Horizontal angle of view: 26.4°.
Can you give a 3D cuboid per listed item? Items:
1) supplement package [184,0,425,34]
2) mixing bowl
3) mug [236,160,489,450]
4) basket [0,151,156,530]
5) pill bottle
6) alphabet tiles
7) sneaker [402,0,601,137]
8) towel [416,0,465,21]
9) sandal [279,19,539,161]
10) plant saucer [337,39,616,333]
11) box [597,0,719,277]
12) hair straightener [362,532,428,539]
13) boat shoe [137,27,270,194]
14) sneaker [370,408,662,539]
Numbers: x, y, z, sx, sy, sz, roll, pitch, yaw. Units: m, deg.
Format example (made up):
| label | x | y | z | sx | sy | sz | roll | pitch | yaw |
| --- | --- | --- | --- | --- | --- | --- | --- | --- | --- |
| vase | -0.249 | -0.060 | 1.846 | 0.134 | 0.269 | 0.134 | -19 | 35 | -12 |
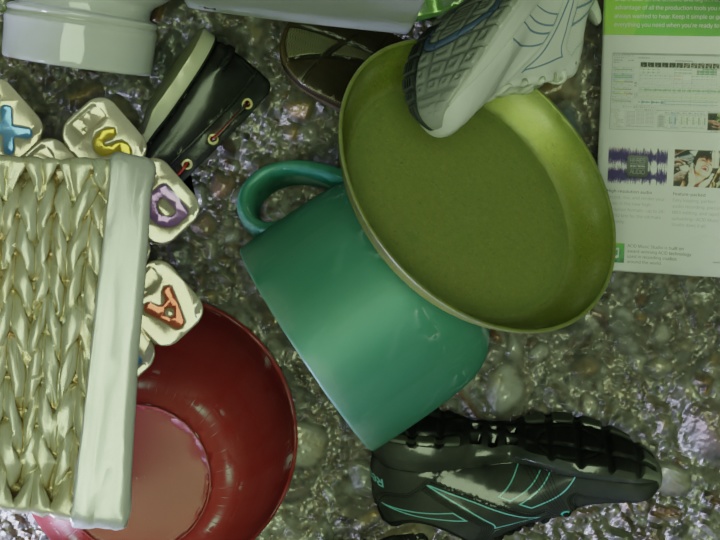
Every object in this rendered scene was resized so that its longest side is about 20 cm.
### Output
| label | x | y | z | sx | sy | sz | roll | pitch | yaw |
| --- | --- | --- | --- | --- | --- | --- | --- | --- | --- |
| supplement package | -0.025 | -0.253 | 0.873 | 0.145 | 0.191 | 0.202 | 6 | 92 | -2 |
| mixing bowl | -0.140 | 0.123 | 1.001 | 0.198 | 0.108 | 0.202 | 0 | 99 | -2 |
| mug | 0.003 | 0.005 | 0.966 | 0.114 | 0.152 | 0.186 | -33 | 97 | 0 |
| basket | -0.183 | 0.036 | 0.855 | 0.122 | 0.136 | 0.202 | 4 | 87 | -9 |
| pill bottle | -0.163 | -0.227 | 0.949 | 0.113 | 0.114 | 0.202 | 8 | 97 | -3 |
| alphabet tiles | -0.199 | -0.009 | 0.929 | 0.200 | 0.015 | 0.196 | -42 | 97 | -10 |
| sneaker | 0.098 | -0.140 | 0.937 | 0.200 | 0.074 | 0.087 | -51 | 118 | -35 |
| towel | 0.025 | -0.262 | 0.992 | 0.148 | 0.031 | 0.202 | -16 | 98 | 1 |
| sandal | 0.034 | -0.101 | 0.999 | 0.199 | 0.055 | 0.082 | 27 | 76 | -7 |
| plant saucer | 0.066 | -0.047 | 0.923 | 0.200 | 0.200 | 0.031 | 41 | 137 | -6 |
| box | 0.227 | -0.096 | 0.995 | 0.143 | 0.036 | 0.202 | 4 | 99 | 18 |
| hair straightener | -0.029 | 0.247 | 1.048 | 0.199 | 0.041 | 0.077 | -36 | 98 | 6 |
| boat shoe | -0.136 | -0.059 | 0.992 | 0.063 | 0.074 | 0.202 | 35 | 101 | -17 |
| sneaker | 0.102 | 0.141 | 1.036 | 0.198 | 0.076 | 0.080 | 5 | 111 | 4 |
